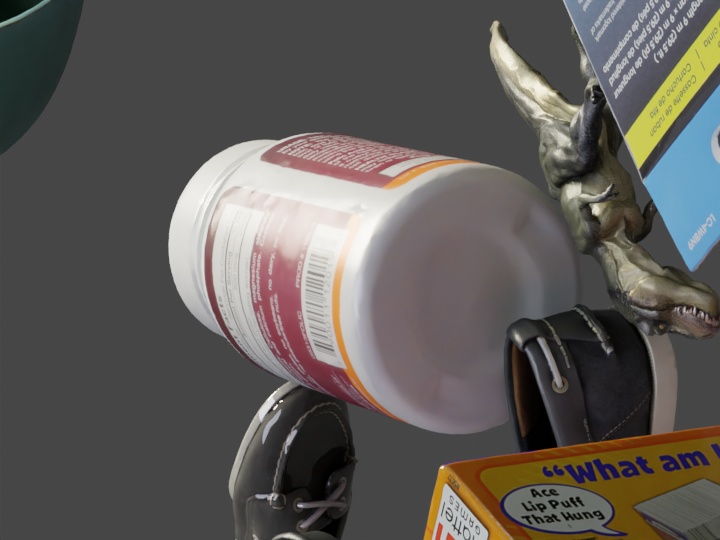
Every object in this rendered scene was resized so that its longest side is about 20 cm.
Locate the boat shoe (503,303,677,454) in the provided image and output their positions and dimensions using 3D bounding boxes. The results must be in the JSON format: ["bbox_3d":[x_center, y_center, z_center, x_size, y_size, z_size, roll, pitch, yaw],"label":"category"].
[{"bbox_3d":[0.084,0.112,1.234,0.072,0.067,0.201,28,121,57],"label":"boat shoe"}]

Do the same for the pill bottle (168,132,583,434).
[{"bbox_3d":[0.000,0.000,1.318,0.200,0.114,0.115,16,108,60],"label":"pill bottle"}]

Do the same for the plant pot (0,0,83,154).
[{"bbox_3d":[-0.248,-0.147,1.680,0.161,0.200,0.201,100,151,-51],"label":"plant pot"}]

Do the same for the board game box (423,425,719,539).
[{"bbox_3d":[0.139,0.188,1.002,0.200,0.199,0.201,48,136,48],"label":"board game box"}]

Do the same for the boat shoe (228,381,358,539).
[{"bbox_3d":[-0.031,0.133,1.456,0.057,0.067,0.201,45,139,28],"label":"boat shoe"}]

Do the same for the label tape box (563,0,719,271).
[{"bbox_3d":[0.137,-0.123,1.102,0.143,0.066,0.201,-55,50,50],"label":"label tape box"}]

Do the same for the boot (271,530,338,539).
[{"bbox_3d":[-0.060,0.193,0.992,0.073,0.162,0.199,-26,73,60],"label":"boot"}]

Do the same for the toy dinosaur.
[{"bbox_3d":[0.092,-0.061,1.215,0.088,0.047,0.200,105,149,-44],"label":"toy dinosaur"}]
